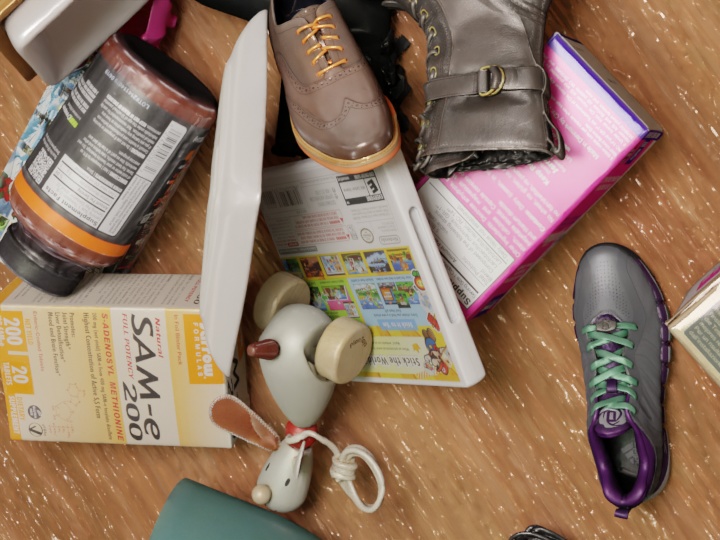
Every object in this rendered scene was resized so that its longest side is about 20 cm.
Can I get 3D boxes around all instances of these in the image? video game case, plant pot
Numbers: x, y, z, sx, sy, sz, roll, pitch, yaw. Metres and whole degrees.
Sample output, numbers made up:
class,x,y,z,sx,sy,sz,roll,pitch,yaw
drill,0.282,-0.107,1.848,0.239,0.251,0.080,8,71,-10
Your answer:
class,x,y,z,sx,sy,sz,roll,pitch,yaw
video game case,0.000,0.000,1.040,0.199,0.023,0.184,-4,110,58
plant pot,-0.091,0.284,1.094,0.159,0.201,0.204,13,99,5

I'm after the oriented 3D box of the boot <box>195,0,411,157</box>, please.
class,x,y,z,sx,sy,sz,roll,pitch,yaw
boot,-0.052,-0.172,1.097,0.195,0.073,0.165,1,95,14

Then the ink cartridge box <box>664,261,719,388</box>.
class,x,y,z,sx,sy,sz,roll,pitch,yaw
ink cartridge box,0.295,0.064,0.934,0.075,0.200,0.165,-43,83,17

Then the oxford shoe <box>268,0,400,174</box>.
class,x,y,z,sx,sy,sz,roll,pitch,yaw
oxford shoe,-0.028,-0.141,0.963,0.071,0.073,0.201,-24,44,-6

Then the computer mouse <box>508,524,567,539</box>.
class,x,y,z,sx,sy,sz,roll,pitch,yaw
computer mouse,0.161,0.312,1.088,0.139,0.046,0.203,18,95,11

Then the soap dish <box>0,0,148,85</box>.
class,x,y,z,sx,sy,sz,roll,pitch,yaw
soap dish,-0.198,-0.236,1.003,0.200,0.157,0.081,-44,89,-5

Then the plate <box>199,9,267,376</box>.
class,x,y,z,sx,sy,sz,roll,pitch,yaw
plate,-0.096,-0.058,1.022,0.032,0.202,0.201,6,138,-7

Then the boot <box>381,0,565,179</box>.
class,x,y,z,sx,sy,sz,roll,pitch,yaw
boot,0.056,-0.153,0.973,0.198,0.069,0.177,2,79,30

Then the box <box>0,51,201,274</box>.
class,x,y,z,sx,sy,sz,roll,pitch,yaw
box,-0.236,-0.074,1.182,0.136,0.040,0.201,36,105,12

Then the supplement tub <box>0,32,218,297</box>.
class,x,y,z,sx,sy,sz,roll,pitch,yaw
supplement tub,-0.205,-0.078,1.082,0.107,0.107,0.201,40,103,11

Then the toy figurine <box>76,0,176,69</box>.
class,x,y,z,sx,sy,sz,roll,pitch,yaw
toy figurine,-0.241,-0.235,1.111,0.184,0.200,0.150,44,151,-2

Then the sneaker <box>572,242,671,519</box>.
class,x,y,z,sx,sy,sz,roll,pitch,yaw
sneaker,0.198,0.081,1.027,0.073,0.087,0.203,-9,93,19

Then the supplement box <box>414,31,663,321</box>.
class,x,y,z,sx,sy,sz,roll,pitch,yaw
supplement box,0.120,-0.068,1.032,0.104,0.101,0.200,47,108,9

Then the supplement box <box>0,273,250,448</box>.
class,x,y,z,sx,sy,sz,roll,pitch,yaw
supplement box,-0.197,0.073,1.139,0.197,0.074,0.128,0,111,11

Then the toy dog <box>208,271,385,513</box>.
class,x,y,z,sx,sy,sz,roll,pitch,yaw
toy dog,-0.060,0.106,1.060,0.131,0.096,0.203,6,106,41
